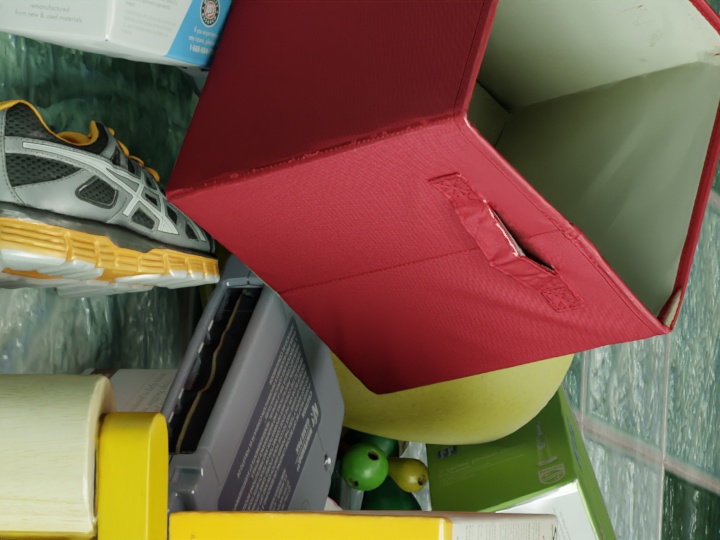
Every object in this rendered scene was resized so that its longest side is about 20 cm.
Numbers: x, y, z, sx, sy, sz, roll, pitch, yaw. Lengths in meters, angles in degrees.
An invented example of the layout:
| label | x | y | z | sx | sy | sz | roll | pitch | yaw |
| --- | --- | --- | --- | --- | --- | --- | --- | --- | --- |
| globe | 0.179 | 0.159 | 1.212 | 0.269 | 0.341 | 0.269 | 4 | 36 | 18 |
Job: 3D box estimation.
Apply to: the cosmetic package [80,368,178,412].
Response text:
| label | x | y | z | sx | sy | sz | roll | pitch | yaw |
| --- | --- | --- | --- | --- | --- | --- | --- | --- | --- |
| cosmetic package | -0.104 | 0.157 | 1.420 | 0.102 | 0.074 | 0.201 | -53 | 141 | -60 |

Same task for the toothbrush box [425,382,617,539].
| label | x | y | z | sx | sy | sz | roll | pitch | yaw |
| --- | --- | --- | --- | --- | --- | --- | --- | --- | --- |
| toothbrush box | 0.097 | 0.150 | 1.667 | 0.200 | 0.086 | 0.146 | -90 | 161 | -69 |

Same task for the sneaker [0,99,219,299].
| label | x | y | z | sx | sy | sz | roll | pitch | yaw |
| --- | --- | --- | --- | --- | --- | --- | --- | --- | --- |
| sneaker | -0.121 | -0.029 | 1.372 | 0.200 | 0.078 | 0.078 | 16 | 66 | -70 |

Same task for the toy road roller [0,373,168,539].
| label | x | y | z | sx | sy | sz | roll | pitch | yaw |
| --- | --- | --- | --- | --- | --- | --- | --- | --- | --- |
| toy road roller | -0.140 | 0.143 | 1.268 | 0.146 | 0.122 | 0.201 | 2 | 89 | -84 |

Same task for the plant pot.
| label | x | y | z | sx | sy | sz | roll | pitch | yaw |
| --- | --- | --- | --- | --- | --- | --- | --- | --- | --- |
| plant pot | 0.000 | 0.000 | 1.574 | 0.142 | 0.200 | 0.201 | -6 | 97 | -45 |

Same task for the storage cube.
| label | x | y | z | sx | sy | sz | roll | pitch | yaw |
| --- | --- | --- | --- | --- | --- | --- | --- | --- | --- |
| storage cube | 0.047 | -0.071 | 1.392 | 0.171 | 0.179 | 0.201 | 44 | 48 | -35 |

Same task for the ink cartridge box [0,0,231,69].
| label | x | y | z | sx | sy | sz | roll | pitch | yaw |
| --- | --- | --- | --- | --- | --- | --- | --- | --- | --- |
| ink cartridge box | -0.103 | -0.201 | 1.381 | 0.115 | 0.068 | 0.201 | 8 | 91 | -66 |

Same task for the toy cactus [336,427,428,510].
| label | x | y | z | sx | sy | sz | roll | pitch | yaw |
| --- | --- | --- | --- | --- | --- | --- | --- | --- | --- |
| toy cactus | 0.006 | 0.127 | 1.726 | 0.200 | 0.102 | 0.166 | 52 | 24 | -56 |

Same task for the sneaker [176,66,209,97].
| label | x | y | z | sx | sy | sz | roll | pitch | yaw |
| --- | --- | --- | --- | --- | --- | --- | --- | --- | --- |
| sneaker | -0.056 | -0.177 | 1.569 | 0.088 | 0.074 | 0.201 | 74 | 34 | -62 |

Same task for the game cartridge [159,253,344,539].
| label | x | y | z | sx | sy | sz | roll | pitch | yaw |
| --- | --- | --- | --- | --- | --- | --- | --- | --- | --- |
| game cartridge | -0.055 | 0.094 | 1.408 | 0.200 | 0.041 | 0.133 | -69 | 148 | -49 |

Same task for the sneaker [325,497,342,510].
| label | x | y | z | sx | sy | sz | roll | pitch | yaw |
| --- | --- | --- | --- | --- | --- | --- | --- | --- | --- |
| sneaker | -0.038 | 0.191 | 1.596 | 0.200 | 0.073 | 0.088 | 75 | 19 | -46 |

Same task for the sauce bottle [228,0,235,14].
| label | x | y | z | sx | sy | sz | roll | pitch | yaw |
| --- | --- | --- | --- | --- | --- | --- | --- | --- | --- |
| sauce bottle | -0.073 | -0.203 | 1.467 | 0.066 | 0.066 | 0.201 | 9 | 80 | -69 |

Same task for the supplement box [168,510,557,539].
| label | x | y | z | sx | sy | sz | roll | pitch | yaw |
| --- | --- | --- | --- | --- | --- | --- | --- | --- | --- |
| supplement box | 0.005 | 0.144 | 1.332 | 0.200 | 0.125 | 0.074 | 13 | 77 | -71 |
